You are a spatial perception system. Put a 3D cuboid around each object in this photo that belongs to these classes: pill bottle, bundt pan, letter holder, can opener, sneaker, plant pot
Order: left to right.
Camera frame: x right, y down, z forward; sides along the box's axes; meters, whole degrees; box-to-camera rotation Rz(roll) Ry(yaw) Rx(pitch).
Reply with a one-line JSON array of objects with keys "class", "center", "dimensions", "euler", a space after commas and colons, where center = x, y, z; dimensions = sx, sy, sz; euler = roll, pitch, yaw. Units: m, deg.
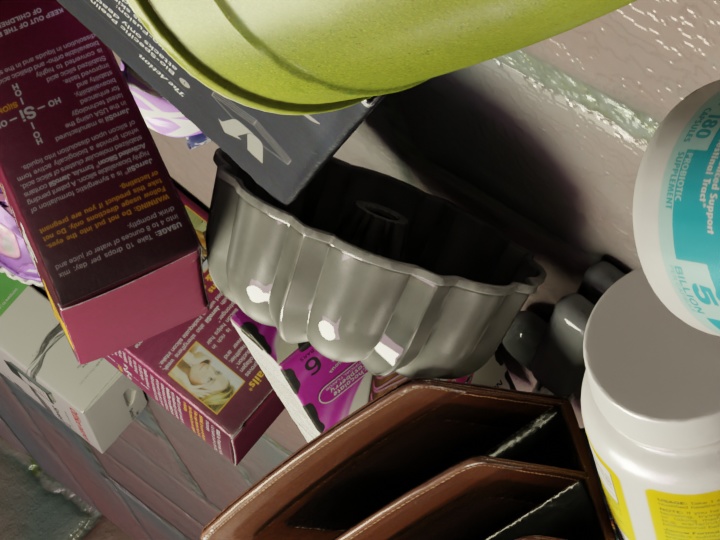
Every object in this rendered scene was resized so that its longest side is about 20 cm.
[{"class": "sneaker", "center": [-0.342, -0.066, 1.945], "dimensions": [0.200, 0.081, 0.089], "euler": [39, 156, 12]}, {"class": "bundt pan", "center": [0.000, 0.000, 1.165], "dimensions": [0.201, 0.076, 0.202], "euler": [19, -165, -5]}, {"class": "letter holder", "center": [0.020, 0.154, 1.176], "dimensions": [0.142, 0.200, 0.101], "euler": [13, -130, -42]}, {"class": "plant pot", "center": [0.039, -0.157, 0.711], "dimensions": [0.192, 0.201, 0.201], "euler": [2, 140, 46]}, {"class": "can opener", "center": [0.117, 0.043, 1.230], "dimensions": [0.066, 0.053, 0.200], "euler": [40, 163, 7]}, {"class": "pill bottle", "center": [0.179, 0.086, 1.095], "dimensions": [0.114, 0.114, 0.200], "euler": [31, 161, 30]}, {"class": "pill bottle", "center": [0.204, -0.017, 0.788], "dimensions": [0.111, 0.111, 0.200], "euler": [50, 161, -26]}]

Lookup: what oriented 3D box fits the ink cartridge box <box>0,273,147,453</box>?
[{"class": "ink cartridge box", "center": [-0.352, 0.102, 2.360], "dimensions": [0.200, 0.084, 0.146], "euler": [36, 163, 17]}]

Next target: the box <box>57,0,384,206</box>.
[{"class": "box", "center": [-0.056, -0.156, 1.004], "dimensions": [0.197, 0.118, 0.200], "euler": [42, 162, -3]}]

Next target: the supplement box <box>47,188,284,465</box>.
[{"class": "supplement box", "center": [-0.134, 0.037, 1.640], "dimensions": [0.200, 0.131, 0.103], "euler": [39, 165, 10]}]

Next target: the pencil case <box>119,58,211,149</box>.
[{"class": "pencil case", "center": [-0.113, -0.151, 1.199], "dimensions": [0.200, 0.085, 0.084], "euler": [94, 161, -66]}]

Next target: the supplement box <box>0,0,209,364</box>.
[{"class": "supplement box", "center": [-0.164, -0.063, 1.165], "dimensions": [0.110, 0.085, 0.201], "euler": [96, 150, -71]}]

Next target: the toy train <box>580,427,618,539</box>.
[{"class": "toy train", "center": [0.109, 0.135, 1.309], "dimensions": [0.199, 0.086, 0.114], "euler": [4, 161, -1]}]

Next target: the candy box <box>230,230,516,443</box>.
[{"class": "candy box", "center": [0.015, 0.059, 1.340], "dimensions": [0.061, 0.136, 0.200], "euler": [42, 168, 38]}]
